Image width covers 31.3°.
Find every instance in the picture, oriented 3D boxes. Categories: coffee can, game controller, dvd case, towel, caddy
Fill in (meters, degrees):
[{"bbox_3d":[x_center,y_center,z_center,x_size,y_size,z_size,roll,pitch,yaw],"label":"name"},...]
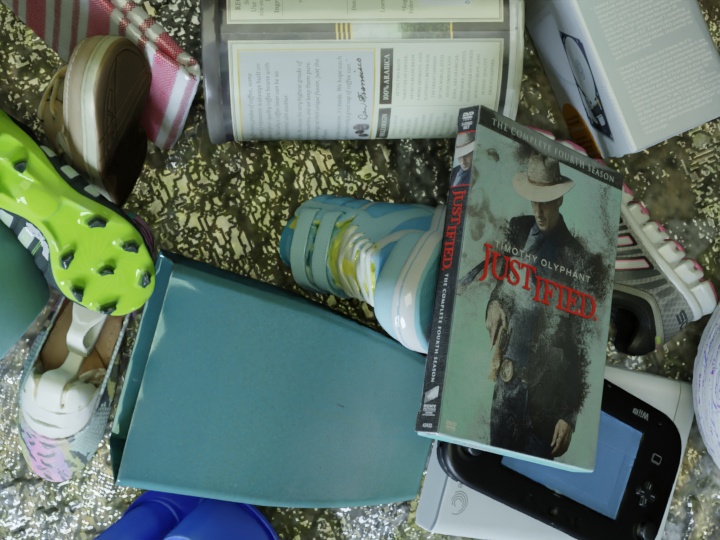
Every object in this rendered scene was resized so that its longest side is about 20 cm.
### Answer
[{"bbox_3d":[-0.002,-0.158,0.857,0.200,0.146,0.147,-1,92,-3],"label":"coffee can"},{"bbox_3d":[0.135,0.115,0.845,0.200,0.042,0.104,29,83,-31],"label":"game controller"},{"bbox_3d":[0.103,0.015,0.795,0.146,0.022,0.200,19,72,-39],"label":"dvd case"},{"bbox_3d":[-0.184,-0.173,0.851,0.200,0.146,0.030,43,72,-3],"label":"towel"},{"bbox_3d":[-0.115,0.247,0.888,0.141,0.105,0.200,-10,93,20],"label":"caddy"}]

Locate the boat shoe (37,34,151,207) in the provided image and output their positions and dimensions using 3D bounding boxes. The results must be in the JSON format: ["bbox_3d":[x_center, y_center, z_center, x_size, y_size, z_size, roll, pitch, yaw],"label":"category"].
[{"bbox_3d":[-0.177,-0.098,0.827,0.065,0.200,0.072,25,74,-1],"label":"boat shoe"}]

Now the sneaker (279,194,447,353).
[{"bbox_3d":[0.000,0.000,0.844,0.130,0.200,0.080,6,102,10],"label":"sneaker"}]

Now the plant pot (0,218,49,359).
[{"bbox_3d":[-0.302,0.008,0.830,0.201,0.201,0.161,-44,104,-1],"label":"plant pot"}]

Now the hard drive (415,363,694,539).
[{"bbox_3d":[0.141,0.125,0.889,0.200,0.027,0.132,14,92,-30],"label":"hard drive"}]

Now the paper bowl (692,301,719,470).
[{"bbox_3d":[0.332,0.081,0.899,0.200,0.104,0.201,0,94,-5],"label":"paper bowl"}]

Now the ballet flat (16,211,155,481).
[{"bbox_3d":[-0.195,0.053,0.892,0.069,0.071,0.200,20,91,-2],"label":"ballet flat"}]

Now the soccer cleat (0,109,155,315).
[{"bbox_3d":[-0.196,-0.045,0.804,0.067,0.081,0.200,-36,134,2],"label":"soccer cleat"}]

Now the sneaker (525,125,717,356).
[{"bbox_3d":[0.157,-0.015,0.904,0.200,0.074,0.087,44,83,-8],"label":"sneaker"}]

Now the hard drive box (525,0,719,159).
[{"bbox_3d":[0.160,-0.180,0.860,0.077,0.156,0.200,-23,92,-1],"label":"hard drive box"}]

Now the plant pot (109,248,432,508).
[{"bbox_3d":[-0.054,0.083,0.871,0.200,0.141,0.141,15,91,-14],"label":"plant pot"}]
